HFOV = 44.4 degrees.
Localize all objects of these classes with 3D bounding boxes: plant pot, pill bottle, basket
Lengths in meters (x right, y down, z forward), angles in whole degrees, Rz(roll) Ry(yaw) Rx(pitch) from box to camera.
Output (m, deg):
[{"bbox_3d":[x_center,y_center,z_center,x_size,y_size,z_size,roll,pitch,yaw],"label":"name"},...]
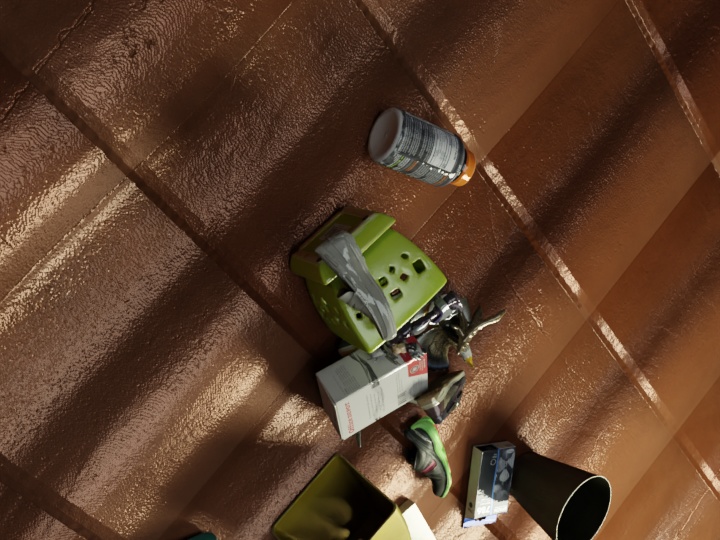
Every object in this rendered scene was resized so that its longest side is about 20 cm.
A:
[{"bbox_3d":[-0.015,0.520,1.720,0.200,0.199,0.177,-47,133,-11],"label":"plant pot"},{"bbox_3d":[0.000,0.000,1.582,0.199,0.200,0.182,-42,112,-13],"label":"plant pot"},{"bbox_3d":[0.120,-0.220,1.641,0.199,0.106,0.107,18,94,-32],"label":"pill bottle"},{"bbox_3d":[0.426,0.496,1.954,0.136,0.200,0.181,32,85,-31],"label":"basket"}]

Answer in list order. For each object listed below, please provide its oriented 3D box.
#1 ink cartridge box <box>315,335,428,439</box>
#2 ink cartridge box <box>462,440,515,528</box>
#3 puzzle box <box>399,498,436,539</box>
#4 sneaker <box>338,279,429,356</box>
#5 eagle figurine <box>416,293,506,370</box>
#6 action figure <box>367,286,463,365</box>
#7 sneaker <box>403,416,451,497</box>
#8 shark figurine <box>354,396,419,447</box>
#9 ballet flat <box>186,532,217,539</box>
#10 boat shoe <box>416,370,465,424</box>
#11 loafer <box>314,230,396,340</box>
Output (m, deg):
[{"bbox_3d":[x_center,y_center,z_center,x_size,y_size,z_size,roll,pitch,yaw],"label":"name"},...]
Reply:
[{"bbox_3d":[0.024,0.211,1.670,0.199,0.083,0.147,-28,145,-15],"label":"ink cartridge box"},{"bbox_3d":[0.287,0.484,1.966,0.099,0.039,0.202,-3,105,-30],"label":"ink cartridge box"},{"bbox_3d":[0.061,0.596,1.872,0.199,0.025,0.134,-37,119,-17],"label":"puzzle box"},{"bbox_3d":[0.032,0.090,1.704,0.199,0.076,0.088,-31,89,-12],"label":"sneaker"},{"bbox_3d":[0.181,0.126,1.741,0.150,0.200,0.153,4,86,-13],"label":"eagle figurine"},{"bbox_3d":[0.090,0.101,1.612,0.200,0.130,0.070,-39,150,-7],"label":"action figure"},{"bbox_3d":[0.138,0.391,1.845,0.083,0.077,0.202,-18,115,2],"label":"sneaker"},{"bbox_3d":[0.072,0.260,1.754,0.213,0.089,0.129,-16,109,-28],"label":"shark figurine"},{"bbox_3d":[-0.347,0.534,1.596,0.198,0.068,0.069,-5,114,-29],"label":"ballet flat"},{"bbox_3d":[0.169,0.253,1.765,0.065,0.071,0.200,67,22,-1],"label":"boat shoe"},{"bbox_3d":[-0.007,0.032,1.450,0.069,0.070,0.201,-31,96,-10],"label":"loafer"}]
